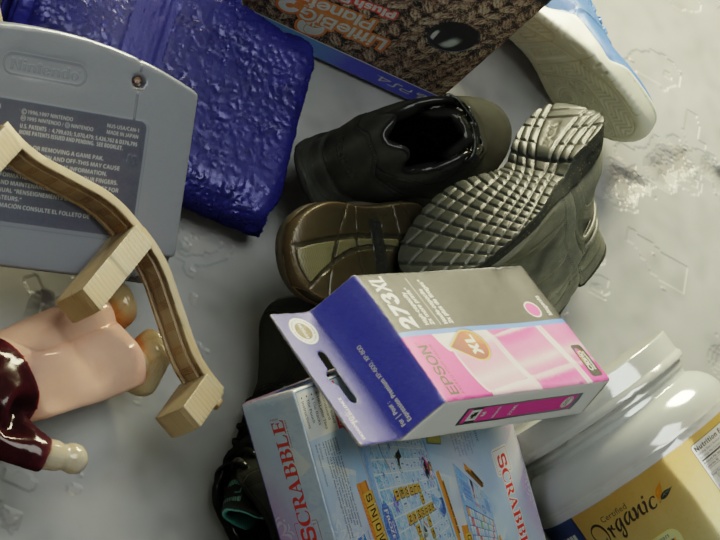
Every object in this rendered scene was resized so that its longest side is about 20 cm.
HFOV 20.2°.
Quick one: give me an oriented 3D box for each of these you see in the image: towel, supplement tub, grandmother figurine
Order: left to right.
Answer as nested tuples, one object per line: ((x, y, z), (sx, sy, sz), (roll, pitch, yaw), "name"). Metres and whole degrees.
((-0.189, 0.061, 1.079), (0.121, 0.061, 0.200), (46, 33, 21), "grandmother figurine")
((-0.132, -0.118, 1.246), (0.199, 0.050, 0.148), (25, 62, -21), "towel")
((0.194, 0.153, 1.248), (0.144, 0.144, 0.200), (-32, 85, -39), "supplement tub")

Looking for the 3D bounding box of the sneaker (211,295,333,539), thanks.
((-0.043, 0.107, 1.166), (0.079, 0.075, 0.201), (5, 64, -28), "sneaker")

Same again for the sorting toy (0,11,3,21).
((-0.311, -0.157, 1.133), (0.199, 0.070, 0.200), (-2, 68, -34), "sorting toy")

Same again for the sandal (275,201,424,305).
((0.000, 0.000, 1.239), (0.200, 0.054, 0.082), (3, 78, -57), "sandal")

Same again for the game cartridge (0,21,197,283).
((-0.187, -0.068, 1.112), (0.199, 0.041, 0.134), (8, 95, -35), "game cartridge")

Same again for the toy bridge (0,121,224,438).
((-0.138, 0.001, 1.102), (0.200, 0.027, 0.067), (52, 42, -17), "toy bridge")

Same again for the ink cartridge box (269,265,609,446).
((0.048, 0.045, 1.131), (0.199, 0.037, 0.095), (-5, 51, -46), "ink cartridge box")

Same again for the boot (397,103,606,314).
((0.103, -0.006, 1.289), (0.067, 0.131, 0.200), (19, 44, 33), "boot")

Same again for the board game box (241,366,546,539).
((0.032, 0.144, 1.145), (0.199, 0.041, 0.201), (-16, 91, -54), "board game box")

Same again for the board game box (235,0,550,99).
((0.034, -0.216, 1.299), (0.159, 0.200, 0.097), (22, 57, -21), "board game box")

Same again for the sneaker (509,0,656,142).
((0.154, -0.191, 1.442), (0.200, 0.077, 0.111), (42, 60, 1), "sneaker")

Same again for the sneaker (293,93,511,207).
((0.048, -0.079, 1.297), (0.200, 0.091, 0.076), (-23, 87, -52), "sneaker")
